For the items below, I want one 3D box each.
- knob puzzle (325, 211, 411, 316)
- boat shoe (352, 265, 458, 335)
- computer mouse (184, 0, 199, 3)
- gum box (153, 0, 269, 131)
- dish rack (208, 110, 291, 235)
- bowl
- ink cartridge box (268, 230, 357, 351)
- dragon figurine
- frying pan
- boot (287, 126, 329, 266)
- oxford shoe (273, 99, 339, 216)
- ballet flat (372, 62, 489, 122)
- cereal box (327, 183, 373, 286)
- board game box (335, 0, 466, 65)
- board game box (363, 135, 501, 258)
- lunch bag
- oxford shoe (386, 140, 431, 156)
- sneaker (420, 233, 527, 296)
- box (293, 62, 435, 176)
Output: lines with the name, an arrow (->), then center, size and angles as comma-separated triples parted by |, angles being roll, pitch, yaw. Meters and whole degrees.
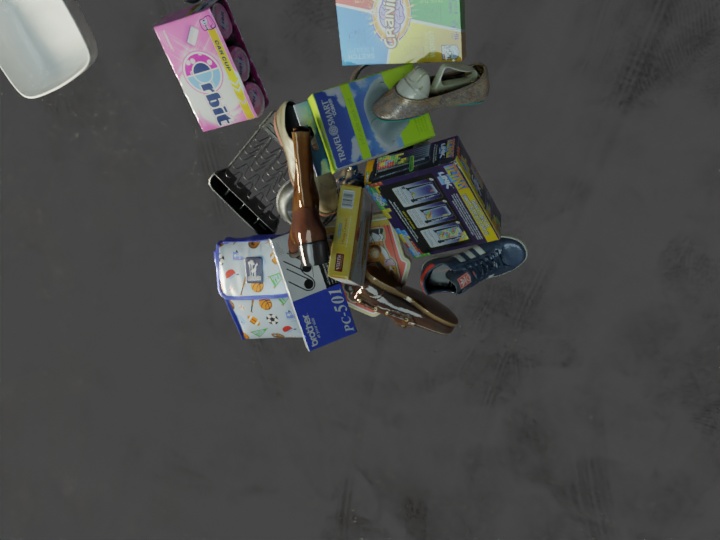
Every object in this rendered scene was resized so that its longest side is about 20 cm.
knob puzzle -> 0.000, 0.000, 1.487 | 0.214, 0.031, 0.224 | 8, 120, 14
boat shoe -> 0.079, 0.066, 1.462 | 0.197, 0.071, 0.071 | 29, 111, -4
computer mouse -> -0.315, -0.526, 1.308 | 0.058, 0.034, 0.203 | -25, 101, 27
gum box -> -0.243, -0.337, 1.350 | 0.111, 0.067, 0.203 | -8, 123, 23
dish rack -> -0.158, -0.173, 1.432 | 0.153, 0.055, 0.200 | 43, 122, -9
bowl -> -0.562, -0.425, 1.419 | 0.196, 0.075, 0.203 | -17, 111, 25
ink cartridge box -> -0.082, 0.025, 1.392 | 0.092, 0.044, 0.204 | -20, 98, -9
dragon figurine -> -0.011, -0.234, 1.327 | 0.099, 0.204, 0.058 | 31, 163, -38
frying pan -> -0.055, -0.115, 1.416 | 0.185, 0.031, 0.117 | 0, 130, -4
boot -> -0.094, -0.119, 1.254 | 0.067, 0.188, 0.205 | -8, 99, -1
oxford shoe -> -0.090, -0.186, 1.341 | 0.069, 0.075, 0.203 | -28, 89, -12
ballet flat -> 0.108, -0.279, 1.225 | 0.196, 0.069, 0.068 | -17, 141, -20
cereal box -> -0.013, -0.052, 1.333 | 0.039, 0.200, 0.148 | 7, 87, 8
board game box -> 0.061, -0.398, 1.239 | 0.195, 0.040, 0.156 | 2, 118, 18
board game box -> 0.121, -0.114, 1.318 | 0.162, 0.058, 0.201 | -12, 139, 25
lunch bag -> -0.166, 0.026, 1.491 | 0.166, 0.125, 0.203 | -2, 126, 19
oxford shoe -> 0.108, -0.177, 1.337 | 0.199, 0.058, 0.075 | 40, 119, -8
sneaker -> 0.192, 0.001, 1.389 | 0.197, 0.085, 0.076 | -19, 111, 27
box -> 0.007, -0.235, 1.261 | 0.196, 0.048, 0.125 | -21, 94, -14
